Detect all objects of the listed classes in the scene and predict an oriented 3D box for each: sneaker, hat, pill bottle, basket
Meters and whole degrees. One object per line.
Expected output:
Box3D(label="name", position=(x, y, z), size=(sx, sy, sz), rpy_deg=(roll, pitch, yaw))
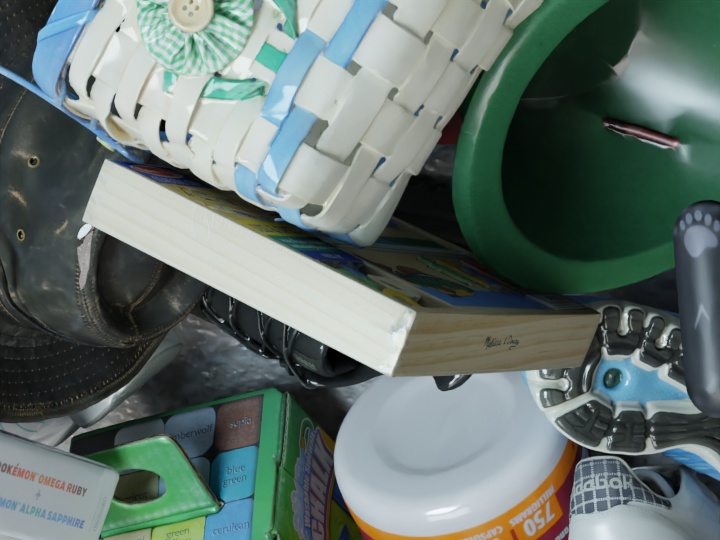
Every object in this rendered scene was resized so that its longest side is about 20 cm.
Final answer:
Box3D(label="sneaker", position=(-0.148, 0.039, 1.073), size=(0.080, 0.070, 0.200), rpy_deg=(50, 150, -2))
Box3D(label="sneaker", position=(0.150, 0.049, 1.002), size=(0.199, 0.090, 0.079), rpy_deg=(23, 97, -24))
Box3D(label="hat", position=(0.064, -0.103, 0.912), size=(0.199, 0.176, 0.167), rpy_deg=(-17, 132, -20))
Box3D(label="sneaker", position=(0.149, 0.127, 1.036), size=(0.076, 0.081, 0.200), rpy_deg=(-18, 165, 21))
Box3D(label="sneaker", position=(-0.031, 0.005, 0.996), size=(0.198, 0.091, 0.076), rpy_deg=(4, 136, 16))
Box3D(label="pill bottle", position=(0.070, 0.139, 1.074), size=(0.112, 0.113, 0.201), rpy_deg=(-7, 131, 23))
Box3D(label="basket", position=(-0.046, -0.118, 0.798), size=(0.199, 0.177, 0.139), rpy_deg=(34, -176, 29))
Box3D(label="hat", position=(-0.101, -0.032, 0.894), size=(0.081, 0.201, 0.201), rpy_deg=(12, 142, 43))

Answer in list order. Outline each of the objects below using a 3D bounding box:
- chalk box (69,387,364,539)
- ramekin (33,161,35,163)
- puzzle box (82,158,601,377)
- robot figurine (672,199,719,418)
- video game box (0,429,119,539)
Box3D(label="chalk box", position=(-0.067, 0.145, 1.082), size=(0.124, 0.125, 0.200), rpy_deg=(-14, 141, 24))
Box3D(label="ramekin", position=(-0.236, -0.051, 0.997), size=(0.198, 0.105, 0.201), rpy_deg=(9, 134, 9))
Box3D(label="puzzle box", position=(0.000, 0.000, 0.857), size=(0.132, 0.200, 0.026), rpy_deg=(25, 99, 22))
Box3D(label="robot figurine", position=(0.206, 0.006, 0.833), size=(0.149, 0.202, 0.124), rpy_deg=(-5, 175, 41))
Box3D(label="video game box", position=(-0.229, 0.065, 0.969), size=(0.199, 0.047, 0.182), rpy_deg=(15, 170, 24))
